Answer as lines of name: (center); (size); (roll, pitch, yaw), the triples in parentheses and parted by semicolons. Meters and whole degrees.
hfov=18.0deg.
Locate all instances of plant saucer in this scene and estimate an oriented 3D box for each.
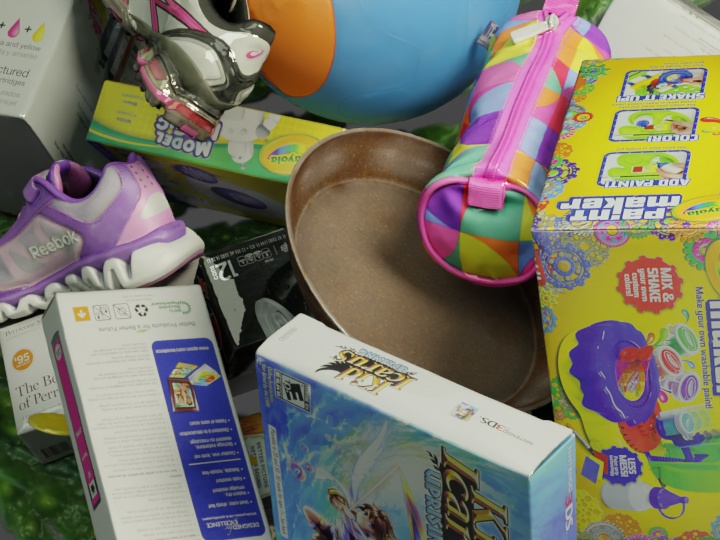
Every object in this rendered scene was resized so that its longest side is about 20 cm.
plant saucer: (0.037, 0.006, 1.297); (0.035, 0.199, 0.201); (-49, 47, 40)

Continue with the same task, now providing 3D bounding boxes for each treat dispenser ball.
treat dispenser ball: (0.006, -0.195, 1.462); (0.199, 0.201, 0.202); (-7, 60, 12)

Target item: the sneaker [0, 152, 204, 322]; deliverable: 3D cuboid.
sneaker: (-0.194, -0.024, 1.457); (0.199, 0.089, 0.080); (-15, 13, 33)

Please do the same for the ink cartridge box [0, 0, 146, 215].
ink cartridge box: (-0.229, -0.158, 1.541); (0.144, 0.145, 0.201); (9, 63, 21)

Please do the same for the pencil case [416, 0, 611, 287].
pencil case: (0.093, -0.078, 1.327); (0.088, 0.089, 0.201); (2, 38, 17)

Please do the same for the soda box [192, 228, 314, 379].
soda box: (0.000, 0.000, 1.387); (0.199, 0.071, 0.064); (-19, 75, -15)

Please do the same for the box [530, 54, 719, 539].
box: (0.177, 0.013, 1.256); (0.121, 0.201, 0.193); (-1, 31, 15)

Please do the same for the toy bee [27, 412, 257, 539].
toy bee: (-0.125, 0.122, 1.347); (0.130, 0.109, 0.202); (-10, 81, -5)

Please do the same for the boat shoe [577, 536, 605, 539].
boat shoe: (0.182, 0.150, 1.298); (0.198, 0.065, 0.072); (-14, 42, -15)

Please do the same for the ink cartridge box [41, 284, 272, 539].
ink cartridge box: (-0.113, 0.103, 1.294); (0.094, 0.037, 0.201); (-3, 60, -29)

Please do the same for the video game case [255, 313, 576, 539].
video game case: (0.031, 0.142, 1.222); (0.180, 0.201, 0.045); (21, 43, 32)

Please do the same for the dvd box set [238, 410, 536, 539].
dvd box set: (0.016, 0.134, 1.374); (0.198, 0.029, 0.147); (-17, 58, 7)

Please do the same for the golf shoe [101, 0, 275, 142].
golf shoe: (-0.107, -0.168, 1.414); (0.092, 0.072, 0.201); (-44, 46, 15)

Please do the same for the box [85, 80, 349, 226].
box: (-0.063, -0.065, 1.457); (0.198, 0.117, 0.049); (11, 76, 22)

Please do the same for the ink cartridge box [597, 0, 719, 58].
ink cartridge box: (0.168, -0.071, 1.420); (0.109, 0.050, 0.201); (38, 108, 30)

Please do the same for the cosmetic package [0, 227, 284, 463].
cosmetic package: (-0.127, 0.048, 1.452); (0.199, 0.051, 0.083); (-20, 57, 4)
